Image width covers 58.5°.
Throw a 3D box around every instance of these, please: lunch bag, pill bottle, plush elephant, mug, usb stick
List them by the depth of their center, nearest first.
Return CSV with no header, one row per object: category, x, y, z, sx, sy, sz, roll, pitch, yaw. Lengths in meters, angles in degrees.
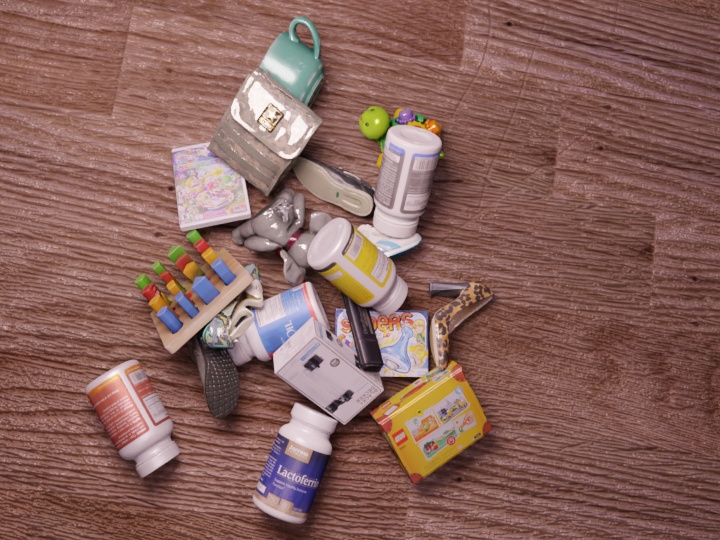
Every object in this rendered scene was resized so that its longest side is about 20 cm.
pill bottle,-0.430,0.284,1.231,0.111,0.112,0.202,-30,86,-9
pill bottle,0.000,0.000,1.247,0.199,0.111,0.112,40,79,-28
pill bottle,-0.122,0.371,1.250,0.114,0.116,0.204,22,80,-3
lunch bag,-0.185,-0.276,1.272,0.163,0.200,0.118,38,41,-7
pill bottle,-0.168,0.112,1.277,0.197,0.112,0.114,-24,85,1
usb stick,0.001,0.107,1.281,0.055,0.033,0.203,9,51,-34
plush elephant,-0.140,-0.067,1.293,0.164,0.199,0.156,-42,106,-17
pill bottle,0.088,-0.176,1.295,0.111,0.115,0.203,10,121,-4
mug,-0.138,-0.399,1.317,0.113,0.185,0.154,31,62,-5

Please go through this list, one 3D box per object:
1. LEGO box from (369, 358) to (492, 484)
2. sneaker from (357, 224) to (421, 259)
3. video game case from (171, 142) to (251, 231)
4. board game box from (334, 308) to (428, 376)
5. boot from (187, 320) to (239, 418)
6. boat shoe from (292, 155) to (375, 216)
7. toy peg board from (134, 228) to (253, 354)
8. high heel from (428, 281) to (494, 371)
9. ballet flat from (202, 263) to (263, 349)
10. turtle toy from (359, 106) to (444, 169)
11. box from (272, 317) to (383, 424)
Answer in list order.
LEGO box,0.142,0.300,1.289,0.198,0.077,0.151,-31,102,-9
sneaker,0.032,-0.058,1.345,0.196,0.077,0.083,-13,82,-9
video game case,-0.307,-0.179,1.315,0.140,0.018,0.203,-12,60,-7
board game box,0.043,0.151,1.337,0.195,0.034,0.139,1,82,-6
boot,-0.296,0.179,1.258,0.067,0.130,0.205,-10,90,-31
boat shoe,-0.053,-0.187,1.367,0.197,0.072,0.068,29,43,5
toy peg board,-0.330,0.024,1.221,0.200,0.199,0.098,-43,119,-9
high heel,0.213,0.111,1.322,0.139,0.072,0.204,2,60,0
ballet flat,-0.220,0.071,1.214,0.073,0.075,0.202,27,53,-2
turtle toy,0.089,-0.282,1.366,0.196,0.101,0.149,21,81,-3
box,-0.060,0.197,1.247,0.116,0.060,0.200,-41,119,12
